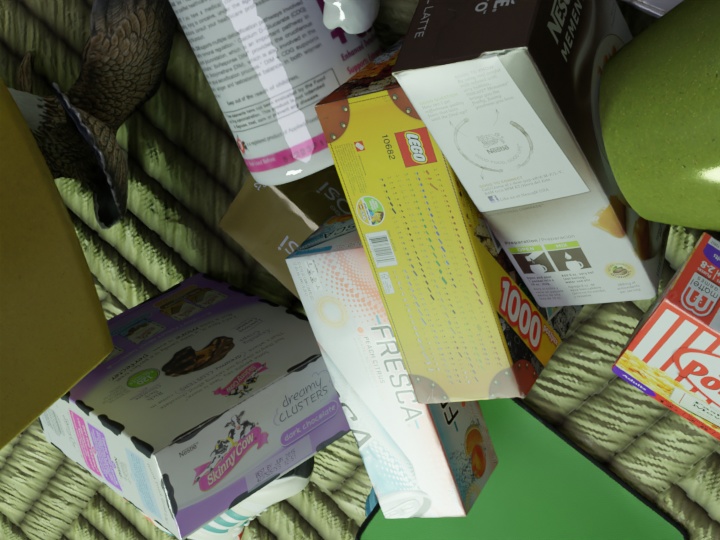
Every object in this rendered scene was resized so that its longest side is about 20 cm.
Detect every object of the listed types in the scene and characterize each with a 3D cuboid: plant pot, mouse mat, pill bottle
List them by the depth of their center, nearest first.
[{"bbox_3d":[0.229,-0.092,0.679,0.198,0.187,0.189,-12,110,35],"label":"plant pot"},{"bbox_3d":[-0.275,0.030,0.842,0.177,0.200,0.199,53,145,-11],"label":"plant pot"},{"bbox_3d":[-0.058,-0.167,0.852,0.112,0.113,0.202,-14,109,35],"label":"pill bottle"},{"bbox_3d":[0.115,0.194,0.960,0.199,0.008,0.162,38,92,4],"label":"mouse mat"}]

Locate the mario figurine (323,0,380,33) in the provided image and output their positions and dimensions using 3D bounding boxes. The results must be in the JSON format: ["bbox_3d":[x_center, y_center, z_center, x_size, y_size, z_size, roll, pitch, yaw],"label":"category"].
[{"bbox_3d":[-0.048,-0.201,0.765,0.124,0.198,0.107,54,149,42],"label":"mario figurine"}]

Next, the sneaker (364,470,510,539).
[{"bbox_3d":[0.096,0.194,0.990,0.198,0.079,0.096,27,125,14],"label":"sneaker"}]

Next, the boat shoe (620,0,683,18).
[{"bbox_3d":[0.137,-0.186,0.755,0.199,0.069,0.071,31,126,11],"label":"boat shoe"}]

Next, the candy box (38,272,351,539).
[{"bbox_3d":[-0.119,0.086,0.954,0.199,0.167,0.072,20,131,49],"label":"candy box"}]

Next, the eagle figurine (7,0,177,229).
[{"bbox_3d":[-0.193,-0.106,0.941,0.199,0.150,0.153,-17,97,43],"label":"eagle figurine"}]

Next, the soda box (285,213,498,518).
[{"bbox_3d":[0.023,0.062,0.879,0.068,0.064,0.202,-8,112,33],"label":"soda box"}]

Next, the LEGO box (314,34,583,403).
[{"bbox_3d":[0.066,-0.042,0.828,0.076,0.149,0.202,-7,113,32],"label":"LEGO box"}]

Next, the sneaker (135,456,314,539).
[{"bbox_3d":[-0.105,0.184,1.119,0.198,0.071,0.094,-14,127,33],"label":"sneaker"}]

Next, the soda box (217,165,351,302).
[{"bbox_3d":[0.000,0.000,0.941,0.200,0.068,0.064,42,130,3],"label":"soda box"}]

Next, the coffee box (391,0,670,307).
[{"bbox_3d":[0.108,-0.086,0.754,0.079,0.115,0.200,-5,140,33],"label":"coffee box"}]

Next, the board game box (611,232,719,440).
[{"bbox_3d":[0.233,0.062,0.781,0.151,0.047,0.200,33,168,11],"label":"board game box"}]
